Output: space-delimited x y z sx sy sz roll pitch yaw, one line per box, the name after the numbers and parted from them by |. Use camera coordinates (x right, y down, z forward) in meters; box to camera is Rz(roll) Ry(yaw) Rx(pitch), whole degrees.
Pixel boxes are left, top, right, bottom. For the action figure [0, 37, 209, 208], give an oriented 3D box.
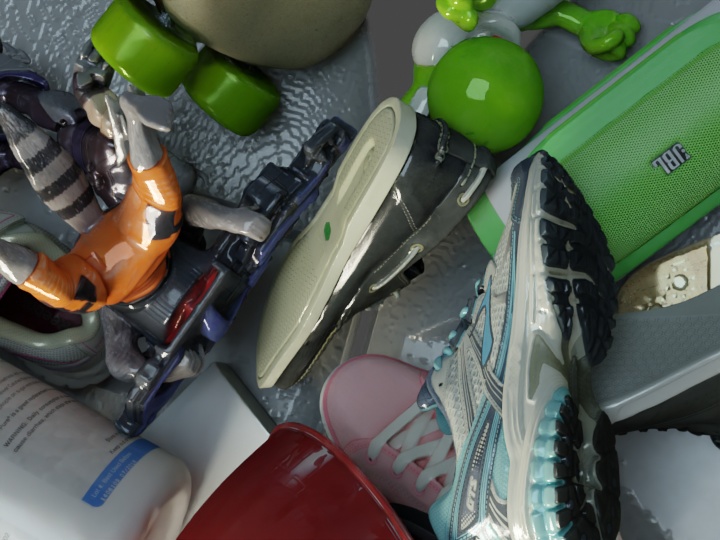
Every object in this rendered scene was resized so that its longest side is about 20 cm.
-0.163 -0.077 0.875 0.199 0.069 0.131 20 122 31 | action figure

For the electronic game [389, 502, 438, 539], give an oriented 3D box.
0.050 0.205 0.748 0.041 0.200 0.201 -28 71 -30 | electronic game

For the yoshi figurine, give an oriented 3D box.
0.087 -0.140 0.799 0.112 0.112 0.201 29 97 12 | yoshi figurine

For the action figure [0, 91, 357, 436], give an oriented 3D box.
-0.100 -0.029 0.786 0.104 0.194 0.201 34 79 25 | action figure

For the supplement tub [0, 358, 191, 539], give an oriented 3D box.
-0.203 0.116 0.812 0.199 0.132 0.133 28 93 9 | supplement tub

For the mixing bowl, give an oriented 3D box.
-0.036 0.186 0.723 0.108 0.200 0.201 -25 74 -24 | mixing bowl

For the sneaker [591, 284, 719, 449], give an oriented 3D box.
0.159 0.068 0.749 0.198 0.100 0.071 -21 33 9 | sneaker

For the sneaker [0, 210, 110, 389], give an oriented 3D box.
-0.218 -0.005 0.856 0.198 0.088 0.082 24 73 -8 | sneaker

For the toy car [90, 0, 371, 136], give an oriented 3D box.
-0.092 -0.208 0.851 0.165 0.157 0.200 -48 61 13 | toy car

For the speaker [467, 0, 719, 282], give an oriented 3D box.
0.153 -0.064 0.779 0.199 0.088 0.089 -38 74 11 | speaker

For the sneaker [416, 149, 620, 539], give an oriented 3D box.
0.065 0.036 0.697 0.086 0.078 0.202 -13 56 30 | sneaker

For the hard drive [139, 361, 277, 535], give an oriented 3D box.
-0.110 0.169 0.873 0.200 0.026 0.132 -44 73 9 | hard drive

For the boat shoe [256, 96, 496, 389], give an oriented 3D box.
0.000 0.000 0.808 0.201 0.067 0.072 -55 28 37 | boat shoe

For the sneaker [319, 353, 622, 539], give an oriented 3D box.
0.061 0.107 0.773 0.075 0.105 0.200 -38 76 -20 | sneaker

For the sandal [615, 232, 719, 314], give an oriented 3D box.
0.222 -0.018 0.758 0.210 0.070 0.078 -30 76 13 | sandal
